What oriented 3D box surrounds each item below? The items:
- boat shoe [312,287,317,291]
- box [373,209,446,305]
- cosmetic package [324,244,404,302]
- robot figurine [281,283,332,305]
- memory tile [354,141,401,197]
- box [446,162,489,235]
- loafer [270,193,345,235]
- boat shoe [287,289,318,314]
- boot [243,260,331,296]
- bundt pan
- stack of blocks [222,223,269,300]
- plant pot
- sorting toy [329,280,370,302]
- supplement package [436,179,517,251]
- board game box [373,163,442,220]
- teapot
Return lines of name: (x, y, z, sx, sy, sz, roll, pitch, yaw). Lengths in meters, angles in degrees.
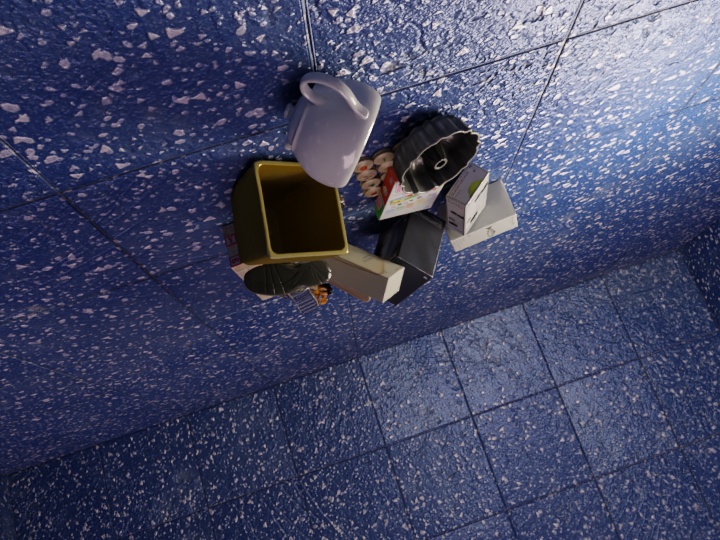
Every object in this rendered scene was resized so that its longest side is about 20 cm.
boat shoe: (-0.197, 0.017, 1.701, 0.199, 0.065, 0.071, 10, 172, -31)
box: (0.122, -0.044, 1.754, 0.123, 0.200, 0.200, 28, 144, -14)
cosmetic package: (0.000, 0.000, 1.628, 0.103, 0.199, 0.074, -33, 140, -58)
robot figurine: (-0.170, 0.056, 1.839, 0.144, 0.059, 0.199, -12, -156, -35)
memory tile: (0.065, -0.232, 1.475, 0.152, 0.017, 0.200, -21, 162, 5)
box: (0.280, -0.184, 1.666, 0.117, 0.060, 0.200, -54, 162, -12)
loafer: (-0.126, -0.126, 1.510, 0.198, 0.063, 0.072, -16, 163, -9)
boat shoe: (-0.167, 0.031, 1.640, 0.072, 0.073, 0.201, -24, 140, -9)
boot: (-0.184, 0.025, 1.465, 0.202, 0.074, 0.154, -8, 175, -25)
bundt pan: (0.155, -0.256, 1.363, 0.201, 0.076, 0.202, -26, 159, -11)
stack of blocks: (-0.260, -0.023, 1.542, 0.058, 0.116, 0.200, -21, 152, 4)
plant pot: (-0.172, -0.102, 1.344, 0.193, 0.197, 0.199, -5, 170, -38)
sorting toy: (-0.052, 0.016, 1.892, 0.037, 0.184, 0.200, -59, 167, -15)
supplement package: (0.336, -0.155, 1.820, 0.199, 0.118, 0.117, -23, 161, 10)
board game box: (0.125, -0.199, 1.544, 0.152, 0.041, 0.200, -15, 162, -16)
teapot: (-0.060, -0.249, 1.083, 0.145, 0.198, 0.201, 23, 117, -9)
